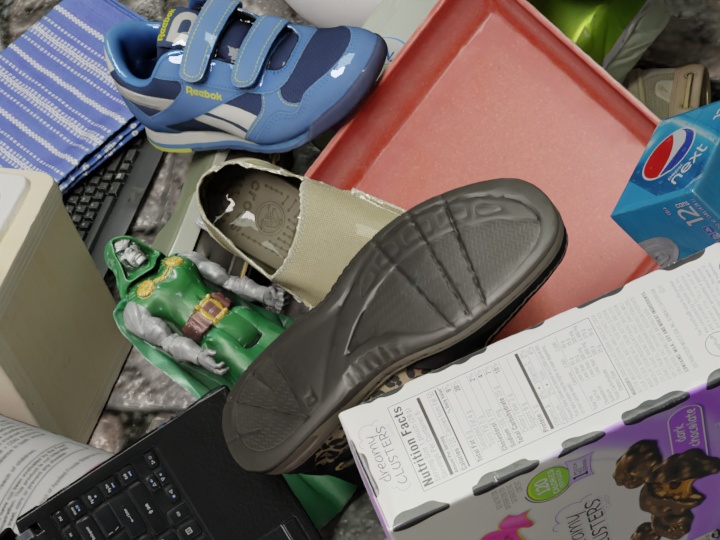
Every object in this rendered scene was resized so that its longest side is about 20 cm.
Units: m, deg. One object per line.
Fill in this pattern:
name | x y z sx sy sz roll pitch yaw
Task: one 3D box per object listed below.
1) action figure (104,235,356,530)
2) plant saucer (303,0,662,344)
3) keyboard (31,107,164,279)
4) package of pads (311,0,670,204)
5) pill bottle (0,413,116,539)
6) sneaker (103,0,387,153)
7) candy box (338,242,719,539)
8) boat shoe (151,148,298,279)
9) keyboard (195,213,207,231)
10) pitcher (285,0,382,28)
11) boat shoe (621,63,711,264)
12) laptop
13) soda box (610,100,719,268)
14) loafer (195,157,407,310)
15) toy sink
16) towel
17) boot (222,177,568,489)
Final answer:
action figure | -0.067 0.043 1.088 0.199 0.055 0.118 34 54 14
plant saucer | 0.074 -0.032 1.068 0.200 0.037 0.200 45 106 24
keyboard | -0.200 -0.055 1.273 0.126 0.021 0.201 5 53 22
package of pads | 0.070 -0.122 1.163 0.201 0.068 0.154 -53 50 6
pill bottle | -0.204 0.136 1.056 0.199 0.114 0.114 15 58 28
sneaker | -0.074 -0.119 1.134 0.199 0.082 0.074 -4 46 39
candy box | 0.106 0.095 0.947 0.199 0.168 0.072 -25 55 -1
boat shoe | -0.075 -0.054 1.205 0.072 0.060 0.202 -38 25 52
keyboard | 0.000 0.000 1.126 0.199 0.011 0.056 29 62 14
pitcher | 0.002 -0.234 1.300 0.171 0.122 0.199 -31 36 -26
boat shoe | 0.186 -0.047 1.107 0.064 0.072 0.201 -11 44 11
laptop | -0.095 0.186 0.923 0.199 0.178 0.103 -32 10 -10
soda box | 0.220 0.006 0.966 0.064 0.200 0.068 -18 35 56
loafer | -0.014 -0.008 1.053 0.199 0.068 0.076 21 95 28
toy sink | -0.233 0.009 1.111 0.129 0.201 0.113 6 53 23
towel | -0.216 -0.108 1.293 0.200 0.024 0.144 -43 52 -18
boot | 0.044 0.046 0.968 0.200 0.150 0.073 -42 54 14
